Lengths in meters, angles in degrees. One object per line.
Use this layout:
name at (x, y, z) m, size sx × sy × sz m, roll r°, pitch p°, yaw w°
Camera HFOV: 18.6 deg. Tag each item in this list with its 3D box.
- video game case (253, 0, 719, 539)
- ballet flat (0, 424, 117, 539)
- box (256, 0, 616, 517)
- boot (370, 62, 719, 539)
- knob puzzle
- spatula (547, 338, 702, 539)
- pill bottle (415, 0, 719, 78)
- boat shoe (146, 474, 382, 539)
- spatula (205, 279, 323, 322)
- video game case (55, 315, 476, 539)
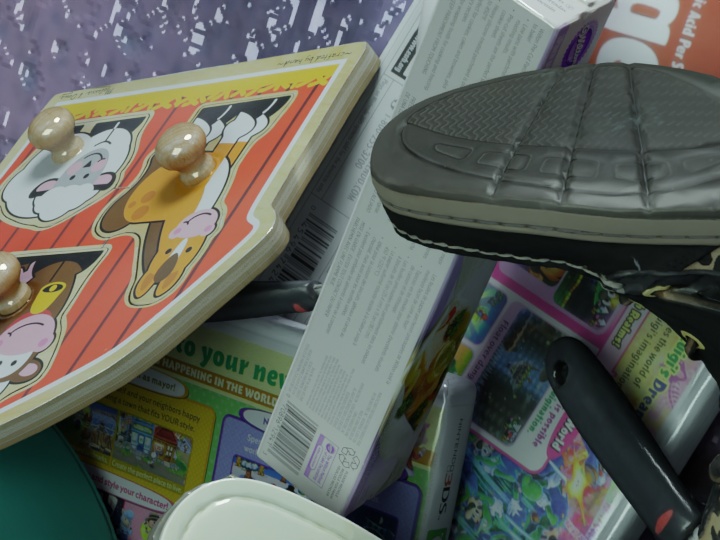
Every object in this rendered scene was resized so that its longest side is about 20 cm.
video game case at (0.056, -0.002, 0.784) m, size 0.182 × 0.024 × 0.201 m, roll 35°, pitch 96°, yaw 30°
ballet flat at (-0.111, 0.145, 0.801) m, size 0.067 × 0.068 × 0.201 m, roll -42°, pitch 65°, yaw 37°
box at (0.020, -0.009, 0.684) m, size 0.041 × 0.039 × 0.201 m, roll 35°, pitch 127°, yaw 19°
boot at (0.105, 0.023, 0.616) m, size 0.199 × 0.073 × 0.151 m, roll 2°, pitch 127°, yaw 12°
knob puzzle at (-0.107, -0.012, 0.806) m, size 0.219 × 0.031 × 0.220 m, roll -24°, pitch 33°, yaw 17°
spatula at (0.116, 0.094, 0.691) m, size 0.200 × 0.020 × 0.057 m, roll 52°, pitch 132°, yaw 29°
pill bottle at (0.126, -0.059, 0.681) m, size 0.199 × 0.112 × 0.113 m, roll 20°, pitch 97°, yaw 30°
boat shoe at (0.019, 0.133, 0.722) m, size 0.201 × 0.060 × 0.072 m, roll 32°, pitch 73°, yaw -9°
spatula at (0.000, 0.000, 0.760) m, size 0.199 × 0.056 × 0.021 m, roll -11°, pitch 70°, yaw 21°
video game case at (-0.058, 0.103, 0.814) m, size 0.199 × 0.022 × 0.183 m, roll 17°, pitch 101°, yaw 35°
